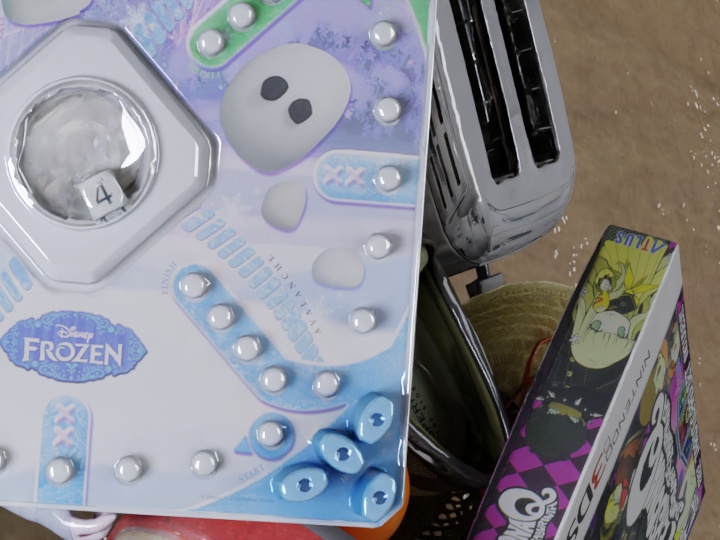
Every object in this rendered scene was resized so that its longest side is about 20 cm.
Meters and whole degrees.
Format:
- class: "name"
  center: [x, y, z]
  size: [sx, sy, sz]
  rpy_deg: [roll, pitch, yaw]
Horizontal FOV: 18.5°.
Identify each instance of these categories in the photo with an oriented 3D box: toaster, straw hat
- class: "toaster"
  center: [0.009, -0.080, 0.959]
  size: [0.113, 0.128, 0.202]
  rpy_deg: [-19, 97, -55]
- class: "straw hat"
  center: [0.027, 0.090, 0.970]
  size: [0.200, 0.085, 0.203]
  rpy_deg: [-17, 115, -41]

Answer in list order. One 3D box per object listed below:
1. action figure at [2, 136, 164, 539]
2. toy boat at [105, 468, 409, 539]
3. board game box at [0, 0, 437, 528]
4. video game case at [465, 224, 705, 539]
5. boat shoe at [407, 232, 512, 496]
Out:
- class: "action figure"
  center: [-0.110, 0.001, 0.720]
  size: [0.199, 0.148, 0.135]
  rpy_deg: [10, 104, -56]
- class: "toy boat"
  center: [-0.026, 0.113, 0.805]
  size: [0.130, 0.200, 0.131]
  rpy_deg: [33, 65, -2]
- class: "board game box"
  center: [-0.078, -0.033, 0.621]
  size: [0.026, 0.198, 0.202]
  rpy_deg: [179, -85, -84]
- class: "video game case"
  center: [0.092, 0.112, 0.895]
  size: [0.182, 0.036, 0.201]
  rpy_deg: [-63, 155, -28]
- class: "boat shoe"
  center: [0.000, 0.001, 0.831]
  size: [0.072, 0.066, 0.202]
  rpy_deg: [-43, 113, -30]
